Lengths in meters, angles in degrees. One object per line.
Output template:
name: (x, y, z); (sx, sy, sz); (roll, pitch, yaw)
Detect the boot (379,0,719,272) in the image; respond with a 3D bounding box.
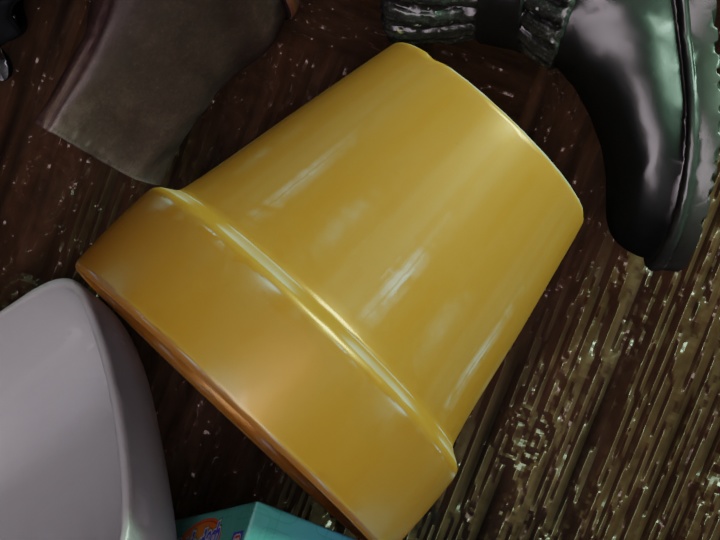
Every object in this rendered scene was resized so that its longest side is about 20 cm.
boot: (0.088, -0.105, 1.244); (0.157, 0.079, 0.212); (0, 89, -4)

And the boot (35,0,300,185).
boot: (-0.097, -0.132, 1.195); (0.072, 0.200, 0.167); (34, 90, 30)

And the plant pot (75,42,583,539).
plant pot: (0.000, 0.000, 1.224); (0.200, 0.200, 0.183); (44, 84, -5)

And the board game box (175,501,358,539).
board game box: (0.009, 0.169, 1.239); (0.200, 0.152, 0.045); (23, 74, -17)

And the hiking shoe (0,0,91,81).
hiking shoe: (-0.126, -0.182, 1.256); (0.200, 0.076, 0.101); (-36, 108, 15)

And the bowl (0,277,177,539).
bowl: (-0.165, 0.125, 1.252); (0.200, 0.200, 0.075); (-38, 134, 23)
